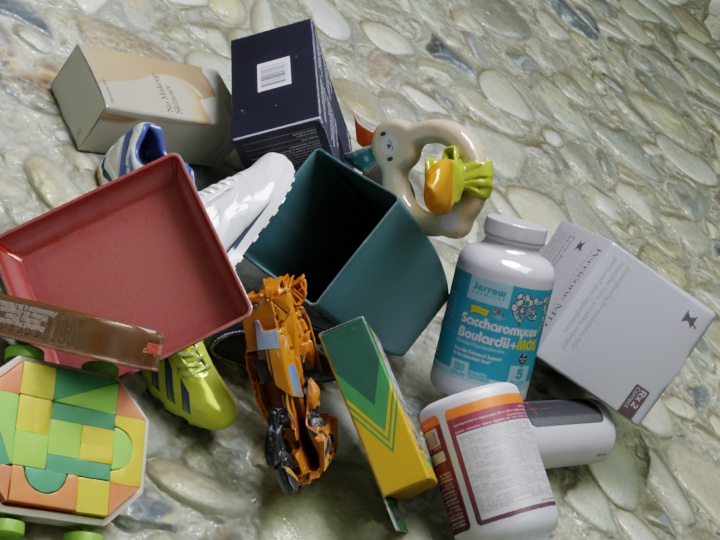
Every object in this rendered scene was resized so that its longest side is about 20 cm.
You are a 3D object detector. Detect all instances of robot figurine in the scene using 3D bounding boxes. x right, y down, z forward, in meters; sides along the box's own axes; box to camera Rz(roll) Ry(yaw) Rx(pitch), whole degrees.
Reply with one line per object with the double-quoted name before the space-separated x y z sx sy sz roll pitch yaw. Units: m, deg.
"robot figurine" -0.065 0.110 1.245 0.145 0.058 0.201 -49 127 -76

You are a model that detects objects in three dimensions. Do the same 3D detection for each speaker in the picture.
"speaker" 0.206 0.190 1.515 0.200 0.081 0.081 3 48 -44

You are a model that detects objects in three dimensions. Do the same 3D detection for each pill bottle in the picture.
"pill bottle" 0.138 0.224 1.339 0.109 0.109 0.201 0 68 -47
"pill bottle" 0.149 0.043 1.448 0.110 0.201 0.111 12 10 -2

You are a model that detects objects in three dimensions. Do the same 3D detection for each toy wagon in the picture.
"toy wagon" -0.266 0.138 1.055 0.199 0.040 0.156 17 62 -34

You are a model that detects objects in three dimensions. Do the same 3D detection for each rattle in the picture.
"rattle" 0.030 -0.109 1.390 0.200 0.131 0.143 36 39 23

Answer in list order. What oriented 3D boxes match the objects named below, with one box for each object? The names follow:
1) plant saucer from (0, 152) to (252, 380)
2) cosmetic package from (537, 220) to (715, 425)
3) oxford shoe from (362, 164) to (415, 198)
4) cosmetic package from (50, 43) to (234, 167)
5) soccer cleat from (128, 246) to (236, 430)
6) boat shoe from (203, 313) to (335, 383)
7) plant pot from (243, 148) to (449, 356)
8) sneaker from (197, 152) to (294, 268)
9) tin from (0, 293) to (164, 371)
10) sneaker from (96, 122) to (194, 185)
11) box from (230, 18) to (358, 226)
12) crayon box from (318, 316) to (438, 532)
"plant saucer" -0.220 0.012 1.214 0.200 0.199 0.037 61 -5 30
"cosmetic package" 0.295 0.059 1.624 0.165 0.165 0.200 34 3 -12
"oxford shoe" 0.025 -0.064 1.568 0.071 0.200 0.071 -28 49 -14
"cosmetic package" -0.238 -0.185 1.498 0.200 0.071 0.105 2 49 -46
"soccer cleat" -0.179 0.063 1.247 0.065 0.084 0.200 -15 61 -49
"boat shoe" -0.087 0.078 1.341 0.200 0.072 0.071 6 42 -46
"plant pot" 0.000 0.000 1.421 0.141 0.141 0.200 34 -8 42
"sneaker" -0.138 -0.061 1.344 0.080 0.076 0.200 40 53 -11
"tin" -0.262 0.047 1.115 0.199 0.042 0.112 12 -1 15
"sneaker" -0.204 -0.067 1.378 0.075 0.088 0.200 -11 60 -54
"box" -0.075 -0.153 1.521 0.200 0.104 0.182 -96 169 -48
"crayon box" 0.025 0.154 1.292 0.126 0.051 0.201 60 8 -76
